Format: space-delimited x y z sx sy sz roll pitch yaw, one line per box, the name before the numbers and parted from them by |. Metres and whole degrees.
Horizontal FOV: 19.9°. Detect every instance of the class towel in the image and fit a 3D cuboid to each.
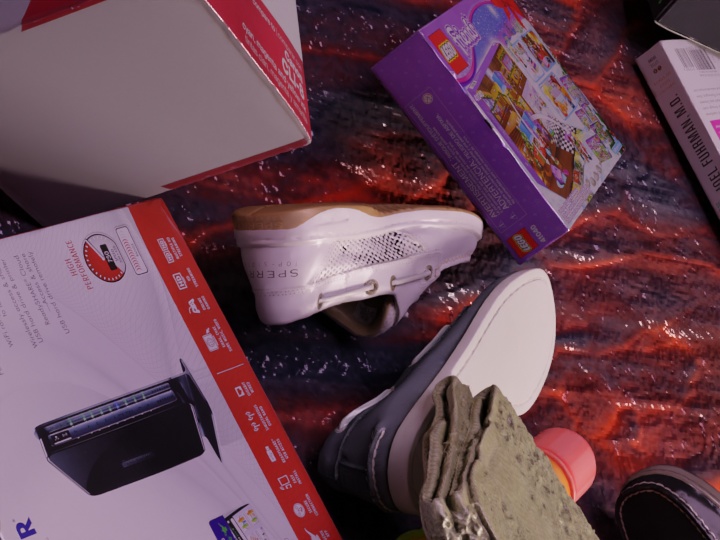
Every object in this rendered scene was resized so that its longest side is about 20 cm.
towel | 0.088 0.152 0.954 0.201 0.036 0.149 55 19 -12

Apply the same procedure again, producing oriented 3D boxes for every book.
book | 0.282 -0.070 1.430 0.133 0.048 0.201 -6 66 -48

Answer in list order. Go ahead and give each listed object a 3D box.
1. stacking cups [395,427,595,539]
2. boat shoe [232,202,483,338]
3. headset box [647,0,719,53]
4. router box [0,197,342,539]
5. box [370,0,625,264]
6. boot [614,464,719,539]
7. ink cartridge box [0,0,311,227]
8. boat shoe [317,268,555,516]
stacking cups | 0.068 0.133 1.036 0.061 0.060 0.200 56 38 2
boat shoe | 0.000 0.000 1.067 0.199 0.070 0.070 -4 92 -56
headset box | 0.271 -0.271 1.435 0.092 0.174 0.201 19 42 -29
router box | -0.113 0.081 0.892 0.179 0.049 0.201 -19 78 -51
box | 0.086 -0.093 1.202 0.137 0.039 0.200 53 23 -3
boot | 0.174 0.213 1.087 0.150 0.073 0.201 -25 87 -52
ink cartridge box | -0.121 -0.154 0.945 0.145 0.144 0.201 49 29 -54
boat shoe | 0.044 0.056 1.062 0.200 0.061 0.073 -47 130 -49
